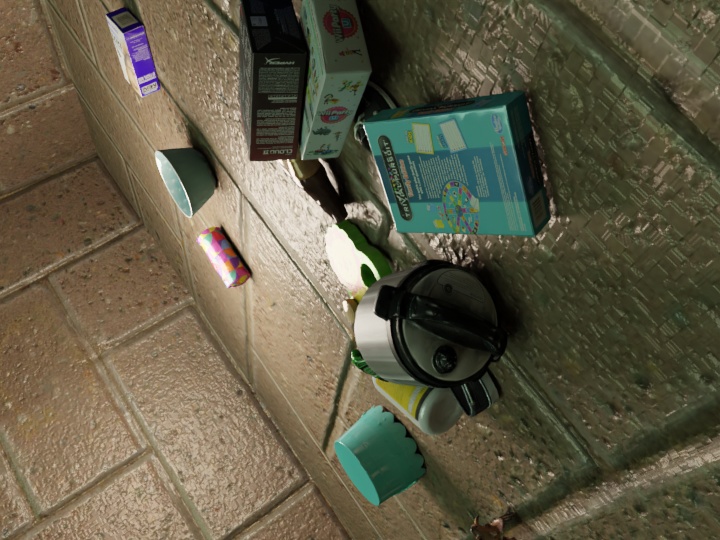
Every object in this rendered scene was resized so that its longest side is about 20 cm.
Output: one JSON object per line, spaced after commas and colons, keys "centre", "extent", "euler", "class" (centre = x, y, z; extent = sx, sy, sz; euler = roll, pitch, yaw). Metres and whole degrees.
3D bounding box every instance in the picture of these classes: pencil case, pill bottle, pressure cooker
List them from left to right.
{"centre": [-0.418, -0.040, 2.015], "extent": [0.201, 0.088, 0.089], "euler": [54, 157, 14], "class": "pencil case"}
{"centre": [0.091, 0.195, 1.188], "extent": [0.200, 0.111, 0.113], "euler": [36, 148, 45], "class": "pill bottle"}
{"centre": [0.101, 0.080, 0.935], "extent": [0.180, 0.175, 0.200], "euler": [67, 157, -3], "class": "pressure cooker"}

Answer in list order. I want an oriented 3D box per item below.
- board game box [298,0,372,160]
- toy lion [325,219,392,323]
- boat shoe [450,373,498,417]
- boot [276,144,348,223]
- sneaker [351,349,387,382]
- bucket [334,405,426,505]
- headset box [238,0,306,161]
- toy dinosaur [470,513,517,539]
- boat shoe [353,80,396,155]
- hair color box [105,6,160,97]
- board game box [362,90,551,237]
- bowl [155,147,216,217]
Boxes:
{"centre": [-0.049, -0.269, 0.908], "extent": [0.200, 0.063, 0.149], "euler": [120, 141, -65], "class": "board game box"}
{"centre": [0.000, 0.000, 1.221], "extent": [0.199, 0.068, 0.194], "euler": [1, 111, 64], "class": "toy lion"}
{"centre": [0.141, 0.142, 1.071], "extent": [0.201, 0.067, 0.072], "euler": [59, 158, 10], "class": "boat shoe"}
{"centre": [-0.100, -0.174, 1.196], "extent": [0.167, 0.072, 0.200], "euler": [55, 179, -28], "class": "boot"}
{"centre": [0.043, 0.091, 1.093], "extent": [0.078, 0.084, 0.202], "euler": [-92, 22, -69], "class": "sneaker"}
{"centre": [0.041, 0.442, 1.568], "extent": [0.207, 0.134, 0.208], "euler": [46, 154, 30], "class": "bucket"}
{"centre": [-0.132, -0.268, 0.954], "extent": [0.201, 0.076, 0.150], "euler": [102, 159, -49], "class": "headset box"}
{"centre": [0.282, 0.531, 1.250], "extent": [0.136, 0.085, 0.201], "euler": [55, 176, 37], "class": "toy dinosaur"}
{"centre": [0.026, -0.190, 0.917], "extent": [0.201, 0.060, 0.074], "euler": [52, 158, 20], "class": "boat shoe"}
{"centre": [-0.609, -0.583, 1.776], "extent": [0.109, 0.064, 0.201], "euler": [46, 156, 28], "class": "hair color box"}
{"centre": [0.110, -0.119, 0.775], "extent": [0.199, 0.047, 0.152], "euler": [5, 124, 43], "class": "board game box"}
{"centre": [-0.474, -0.259, 1.833], "extent": [0.201, 0.104, 0.202], "euler": [45, 153, 30], "class": "bowl"}
